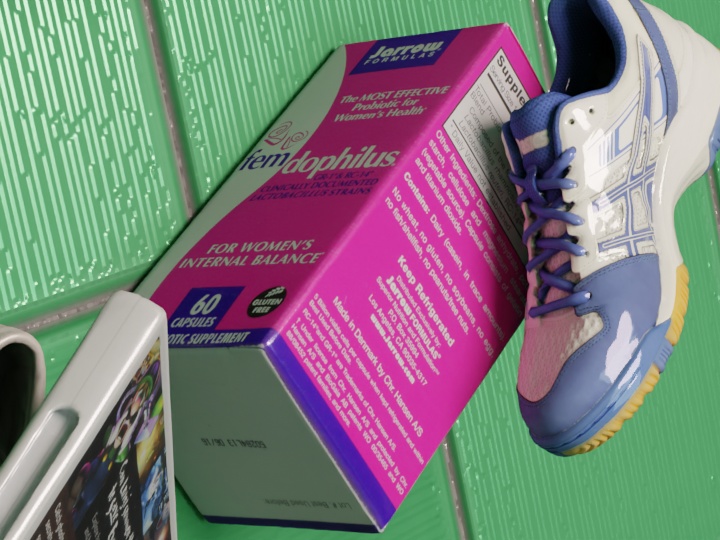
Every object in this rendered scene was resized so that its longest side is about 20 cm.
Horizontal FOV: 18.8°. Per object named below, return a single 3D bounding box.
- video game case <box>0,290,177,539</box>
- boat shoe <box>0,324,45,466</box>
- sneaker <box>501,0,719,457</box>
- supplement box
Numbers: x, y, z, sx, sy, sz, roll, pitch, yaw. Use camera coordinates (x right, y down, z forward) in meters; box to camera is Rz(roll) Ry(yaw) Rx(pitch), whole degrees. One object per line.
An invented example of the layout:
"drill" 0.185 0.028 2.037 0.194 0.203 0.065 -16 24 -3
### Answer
"video game case" -0.115 0.128 0.737 0.182 0.023 0.200 -59 166 -30
"boat shoe" -0.154 0.112 0.747 0.072 0.066 0.200 34 64 -41
"sneaker" 0.085 -0.025 0.870 0.088 0.075 0.200 33 57 -28
"supplement box" 0.000 0.000 0.892 0.200 0.101 0.103 -53 124 -35
